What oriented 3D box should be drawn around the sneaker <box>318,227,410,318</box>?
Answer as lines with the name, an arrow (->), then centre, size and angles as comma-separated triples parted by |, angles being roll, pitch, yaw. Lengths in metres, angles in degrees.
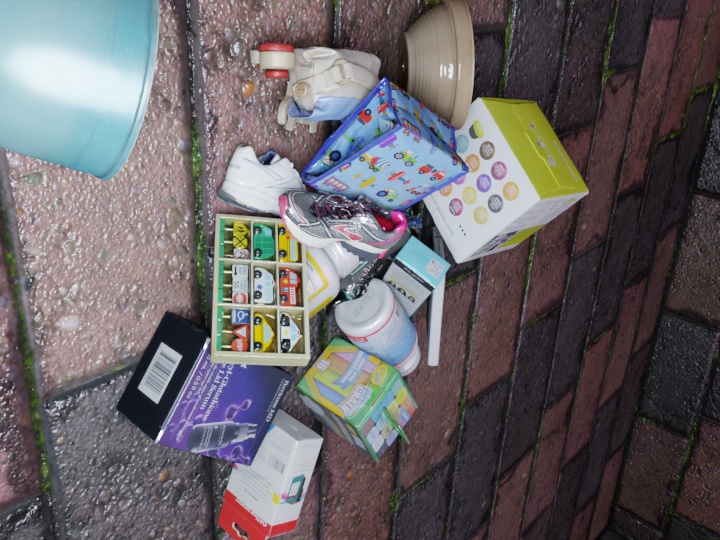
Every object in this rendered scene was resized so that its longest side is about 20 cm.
sneaker -> 0.000, 0.000, 1.097 | 0.198, 0.080, 0.075 | -33, 146, 8

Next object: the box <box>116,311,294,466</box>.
box -> -0.208, 0.168, 0.968 | 0.199, 0.103, 0.150 | 34, 80, -52

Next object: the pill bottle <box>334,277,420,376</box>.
pill bottle -> 0.039, 0.109, 1.245 | 0.110, 0.107, 0.201 | -54, 141, -16

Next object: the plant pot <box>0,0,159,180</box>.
plant pot -> -0.301, -0.197, 0.611 | 0.185, 0.199, 0.205 | 7, 103, -36

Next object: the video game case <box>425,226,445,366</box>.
video game case -> 0.142, 0.045, 1.325 | 0.183, 0.023, 0.204 | -83, 174, -64

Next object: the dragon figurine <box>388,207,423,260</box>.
dragon figurine -> 0.035, -0.077, 1.186 | 0.198, 0.058, 0.102 | 14, 97, -53

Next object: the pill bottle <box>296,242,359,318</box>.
pill bottle -> -0.099, 0.019, 1.003 | 0.199, 0.111, 0.113 | -38, 135, -21

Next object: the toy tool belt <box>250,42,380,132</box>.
toy tool belt -> -0.056, -0.235, 0.943 | 0.198, 0.123, 0.126 | -12, 109, -47

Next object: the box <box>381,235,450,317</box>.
box -> 0.086, 0.015, 1.197 | 0.049, 0.082, 0.200 | -52, 176, -19

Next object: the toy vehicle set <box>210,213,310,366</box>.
toy vehicle set -> -0.131, 0.023, 0.907 | 0.121, 0.204, 0.027 | 3, 151, -15

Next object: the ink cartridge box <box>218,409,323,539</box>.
ink cartridge box -> -0.147, 0.339, 1.121 | 0.067, 0.115, 0.204 | 10, 101, -52

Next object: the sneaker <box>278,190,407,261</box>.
sneaker -> -0.025, -0.076, 0.957 | 0.197, 0.074, 0.082 | 11, 57, -37

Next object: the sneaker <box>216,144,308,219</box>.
sneaker -> -0.109, -0.115, 0.980 | 0.198, 0.073, 0.089 | 14, 92, -54

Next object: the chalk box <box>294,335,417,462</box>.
chalk box -> 0.010, 0.226, 1.190 | 0.124, 0.198, 0.125 | -49, 140, -22

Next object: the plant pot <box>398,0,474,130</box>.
plant pot -> 0.111, -0.323, 1.096 | 0.090, 0.202, 0.205 | -3, 117, -6

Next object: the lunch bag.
lunch bag -> 0.025, -0.141, 0.976 | 0.149, 0.096, 0.199 | 23, 133, -40

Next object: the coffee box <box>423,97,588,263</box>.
coffee box -> 0.242, -0.161, 1.226 | 0.198, 0.203, 0.197 | -12, 159, -47
